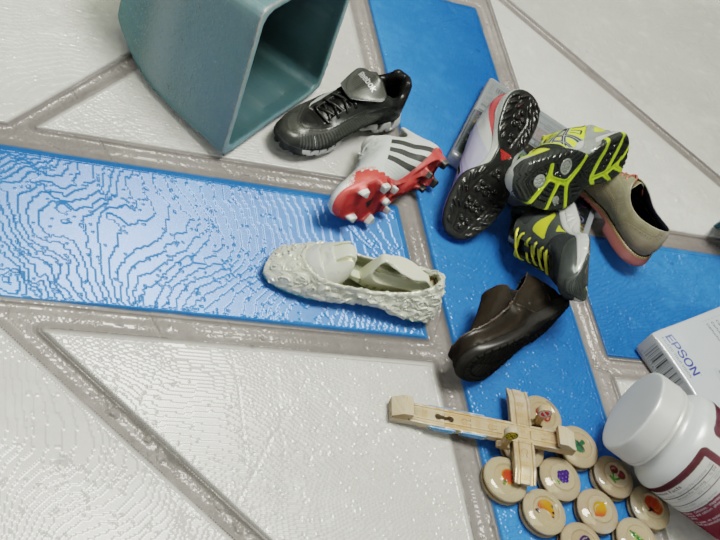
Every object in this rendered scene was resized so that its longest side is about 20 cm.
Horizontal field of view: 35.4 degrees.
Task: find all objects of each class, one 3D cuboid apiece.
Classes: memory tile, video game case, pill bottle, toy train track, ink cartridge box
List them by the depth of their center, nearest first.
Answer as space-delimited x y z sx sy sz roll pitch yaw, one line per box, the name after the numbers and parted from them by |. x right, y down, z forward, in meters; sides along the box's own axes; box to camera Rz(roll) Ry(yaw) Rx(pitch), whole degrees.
0.127 0.151 1.135 0.200 0.033 0.115 12 47 -12 | toy train track
0.223 0.230 1.157 0.200 0.017 0.153 40 46 3 | memory tile
0.360 0.202 1.180 0.200 0.114 0.114 37 45 -7 | pill bottle
0.453 0.139 1.344 0.200 0.041 0.200 -15 64 -38 | ink cartridge box
0.220 -0.141 1.444 0.200 0.023 0.182 33 45 -4 | video game case

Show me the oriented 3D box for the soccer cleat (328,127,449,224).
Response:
0.018 -0.112 1.278 0.085 0.069 0.200 42 42 18 | soccer cleat

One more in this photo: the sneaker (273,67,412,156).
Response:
-0.015 -0.191 1.298 0.200 0.091 0.067 -22 68 -40 | sneaker

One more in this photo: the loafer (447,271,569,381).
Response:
0.148 0.057 1.218 0.071 0.073 0.200 46 37 15 | loafer

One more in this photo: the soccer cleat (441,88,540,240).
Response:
0.145 -0.123 1.340 0.068 0.073 0.200 32 75 -21 | soccer cleat

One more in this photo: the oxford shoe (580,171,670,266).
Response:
0.320 -0.106 1.408 0.070 0.075 0.200 -16 67 -40 | oxford shoe

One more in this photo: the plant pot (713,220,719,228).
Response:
0.605 -0.038 1.480 0.200 0.200 0.196 -27 79 -41 | plant pot

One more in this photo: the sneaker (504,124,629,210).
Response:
0.232 -0.124 1.334 0.200 0.076 0.076 -19 33 -40 | sneaker

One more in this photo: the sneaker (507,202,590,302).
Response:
0.212 -0.020 1.289 0.084 0.075 0.200 0 24 2 | sneaker

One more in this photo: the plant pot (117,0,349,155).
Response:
-0.149 -0.289 1.235 0.200 0.196 0.196 35 45 11 | plant pot

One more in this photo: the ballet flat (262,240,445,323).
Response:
0.000 0.000 1.175 0.200 0.072 0.072 14 50 -20 | ballet flat
